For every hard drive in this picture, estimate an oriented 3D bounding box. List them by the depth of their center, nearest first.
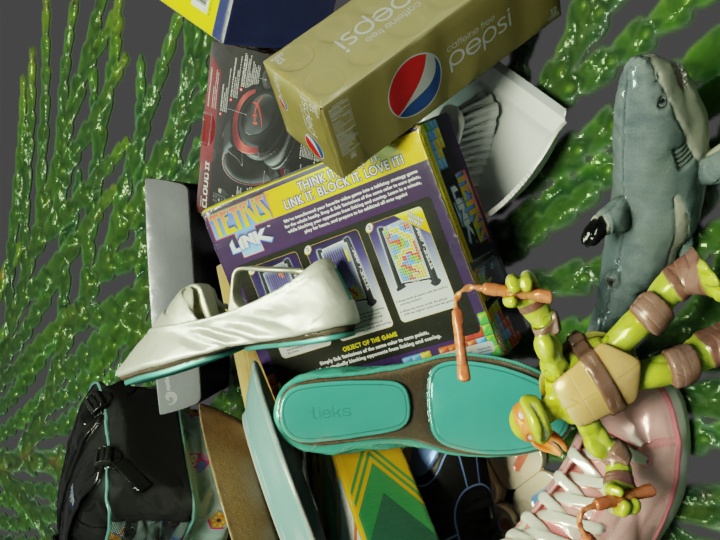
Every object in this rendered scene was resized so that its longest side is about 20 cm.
[{"bbox_3d":[-0.153,0.019,1.054,0.042,0.135,0.203,-3,91,8],"label":"hard drive"}]

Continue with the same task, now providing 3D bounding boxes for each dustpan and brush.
[{"bbox_3d":[0.053,-0.058,0.857,0.139,0.057,0.202,41,128,31],"label":"dustpan and brush"}]

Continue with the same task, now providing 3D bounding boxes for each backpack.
[{"bbox_3d":[-0.210,0.225,1.100,0.201,0.152,0.177,-62,34,29],"label":"backpack"}]

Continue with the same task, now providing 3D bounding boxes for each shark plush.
[{"bbox_3d":[0.160,-0.035,0.727,0.091,0.083,0.202,44,125,35],"label":"shark plush"}]

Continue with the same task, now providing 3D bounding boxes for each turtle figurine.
[{"bbox_3d":[0.154,0.070,0.705,0.160,0.064,0.202,-29,94,5],"label":"turtle figurine"}]

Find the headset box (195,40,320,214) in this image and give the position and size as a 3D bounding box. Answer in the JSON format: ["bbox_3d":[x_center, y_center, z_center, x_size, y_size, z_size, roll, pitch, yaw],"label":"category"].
[{"bbox_3d":[-0.058,-0.103,0.965,0.199,0.074,0.151,21,110,44],"label":"headset box"}]

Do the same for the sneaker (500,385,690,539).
[{"bbox_3d":[0.142,0.159,0.749,0.075,0.104,0.203,28,108,41],"label":"sneaker"}]

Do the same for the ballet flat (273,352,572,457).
[{"bbox_3d":[0.041,0.088,0.786,0.197,0.070,0.068,-1,92,3],"label":"ballet flat"}]

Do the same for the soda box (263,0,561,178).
[{"bbox_3d":[0.037,-0.153,0.769,0.068,0.199,0.064,40,160,37],"label":"soda box"}]

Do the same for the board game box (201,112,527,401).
[{"bbox_3d":[0.000,0.000,0.845,0.198,0.057,0.167,-17,96,32],"label":"board game box"}]

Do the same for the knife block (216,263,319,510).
[{"bbox_3d":[-0.063,0.108,1.002,0.200,0.063,0.177,39,120,36],"label":"knife block"}]

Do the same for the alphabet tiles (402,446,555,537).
[{"bbox_3d":[0.090,0.211,0.883,0.196,0.014,0.202,-47,60,39],"label":"alphabet tiles"}]

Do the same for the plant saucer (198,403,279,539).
[{"bbox_3d":[-0.093,0.206,1.008,0.200,0.035,0.203,163,91,-85],"label":"plant saucer"}]

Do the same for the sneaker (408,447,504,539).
[{"bbox_3d":[0.083,0.203,0.829,0.077,0.069,0.203,11,111,51],"label":"sneaker"}]

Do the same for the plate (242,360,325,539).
[{"bbox_3d":[-0.051,0.163,0.842,0.200,0.025,0.203,160,91,-87],"label":"plate"}]

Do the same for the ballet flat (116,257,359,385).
[{"bbox_3d":[-0.092,0.033,0.842,0.198,0.069,0.071,-14,84,25],"label":"ballet flat"}]

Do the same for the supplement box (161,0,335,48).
[{"bbox_3d":[-0.115,-0.275,0.985,0.200,0.108,0.111,38,121,38],"label":"supplement box"}]

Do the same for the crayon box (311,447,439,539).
[{"bbox_3d":[0.012,0.186,0.818,0.201,0.051,0.127,-115,19,-49],"label":"crayon box"}]
